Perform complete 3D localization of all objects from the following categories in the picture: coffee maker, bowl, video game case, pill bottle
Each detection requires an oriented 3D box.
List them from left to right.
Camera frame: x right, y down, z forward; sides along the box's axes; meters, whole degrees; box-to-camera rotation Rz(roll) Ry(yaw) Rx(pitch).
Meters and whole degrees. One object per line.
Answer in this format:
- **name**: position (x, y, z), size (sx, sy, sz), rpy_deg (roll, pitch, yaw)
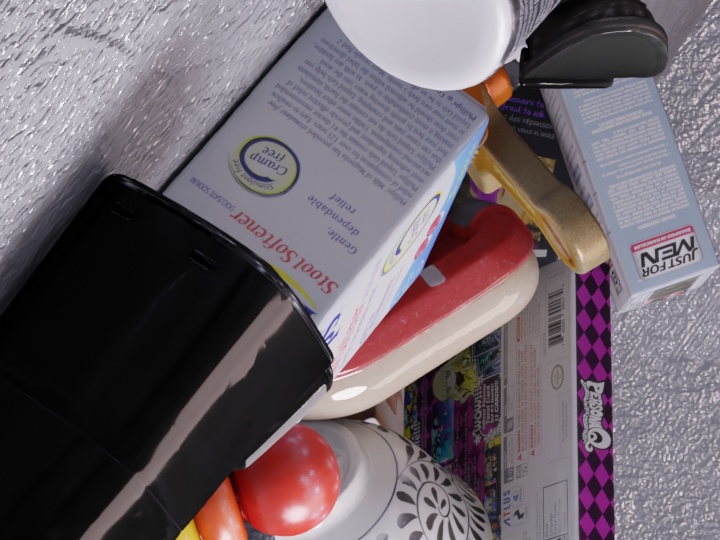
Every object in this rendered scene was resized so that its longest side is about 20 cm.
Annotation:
- **coffee maker**: position (-0.113, 0.070, 1.079), size (0.200, 0.134, 0.192), rpy_deg (-53, 172, -13)
- **bowl**: position (-0.028, 0.152, 1.536), size (0.201, 0.200, 0.095), rpy_deg (-50, 137, -30)
- **video game case**: position (0.089, 0.110, 1.598), size (0.181, 0.036, 0.201), rpy_deg (-28, -125, 50)
- **pill bottle**: position (0.072, -0.180, 1.216), size (0.200, 0.106, 0.106), rpy_deg (-49, 171, -39)

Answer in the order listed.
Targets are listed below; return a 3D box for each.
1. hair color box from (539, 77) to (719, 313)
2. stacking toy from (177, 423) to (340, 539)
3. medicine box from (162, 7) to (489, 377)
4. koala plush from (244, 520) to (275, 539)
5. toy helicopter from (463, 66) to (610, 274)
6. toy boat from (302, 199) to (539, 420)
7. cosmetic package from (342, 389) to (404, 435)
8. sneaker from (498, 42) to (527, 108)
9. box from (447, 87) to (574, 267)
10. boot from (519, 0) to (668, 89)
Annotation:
- **hair color box**: position (0.157, -0.081, 1.595), size (0.060, 0.201, 0.099), rpy_deg (-18, 173, -1)
- **stacking toy**: position (-0.104, 0.125, 1.219), size (0.199, 0.086, 0.085), rpy_deg (-17, 168, -5)
- **medicine box**: position (-0.044, -0.002, 1.318), size (0.200, 0.103, 0.182), rpy_deg (-51, 172, -26)
- **koala plush**: position (-0.141, 0.212, 1.462), size (0.184, 0.176, 0.201), rpy_deg (-61, 176, -42)
- **toy helicopter**: position (0.069, -0.077, 1.372), size (0.079, 0.200, 0.133), rpy_deg (-32, 146, -11)
- **toy boat**: position (0.000, 0.000, 1.552), size (0.199, 0.131, 0.130), rpy_deg (-32, -168, -10)
- **cosmetic package**: position (-0.010, 0.114, 1.807), size (0.103, 0.088, 0.200), rpy_deg (-30, -162, 10)
- **sneaker**: position (0.052, -0.103, 1.570), size (0.114, 0.075, 0.200), rpy_deg (-56, 176, 1)
- **box**: position (0.086, -0.032, 1.766), size (0.122, 0.105, 0.201), rpy_deg (-65, 173, -88)
- **boot**: position (0.113, -0.186, 1.352), size (0.200, 0.069, 0.176), rpy_deg (-178, -92, -82)
